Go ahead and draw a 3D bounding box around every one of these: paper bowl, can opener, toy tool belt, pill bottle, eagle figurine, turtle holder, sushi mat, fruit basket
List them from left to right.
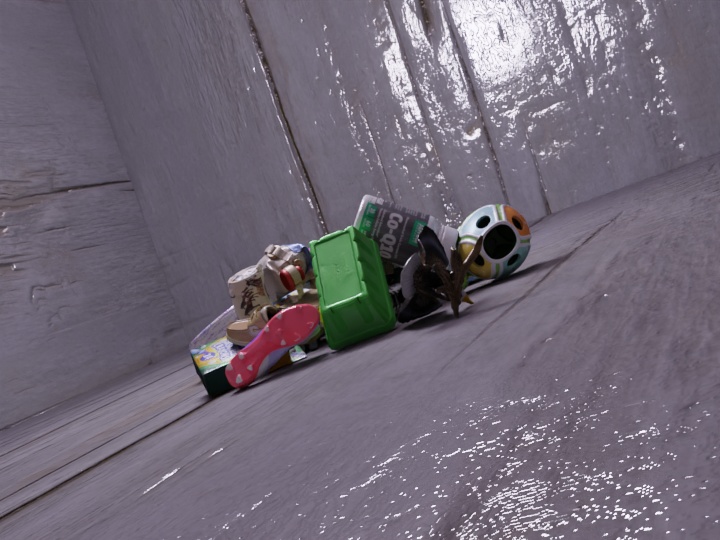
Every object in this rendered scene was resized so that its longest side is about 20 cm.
[{"bbox_3d":[-0.294,0.155,1.916,0.200,0.105,0.201,-40,-1,-1],"label":"paper bowl"},{"bbox_3d":[-0.134,-0.009,1.701,0.122,0.127,0.199,-31,12,-22],"label":"toy tool belt"},{"bbox_3d":[-0.114,0.132,1.707,0.052,0.068,0.200,-19,6,0],"label":"can opener"},{"bbox_3d":[-0.082,0.051,1.720,0.094,0.012,0.199,0,17,31],"label":"sushi mat"},{"bbox_3d":[-0.018,0.052,1.512,0.152,0.220,0.216,-20,1,10],"label":"fruit basket"},{"bbox_3d":[0.084,-0.064,1.598,0.196,0.116,0.113,18,4,2],"label":"pill bottle"},{"bbox_3d":[0.121,0.017,1.347,0.150,0.153,0.200,-31,15,-13],"label":"eagle figurine"},{"bbox_3d":[0.239,-0.048,1.569,0.181,0.144,0.132,-16,2,2],"label":"turtle holder"}]

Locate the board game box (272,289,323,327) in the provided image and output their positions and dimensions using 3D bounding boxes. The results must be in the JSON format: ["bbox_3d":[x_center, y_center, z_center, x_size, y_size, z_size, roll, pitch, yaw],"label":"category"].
[{"bbox_3d":[-0.087,0.078,1.718,0.196,0.035,0.134,1,17,32],"label":"board game box"}]

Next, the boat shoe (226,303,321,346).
[{"bbox_3d":[-0.165,0.095,1.511,0.196,0.068,0.074,-4,24,23],"label":"boat shoe"}]

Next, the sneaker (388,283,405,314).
[{"bbox_3d":[0.061,0.055,1.642,0.086,0.077,0.200,-20,2,11],"label":"sneaker"}]

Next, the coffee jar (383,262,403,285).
[{"bbox_3d":[0.000,0.000,1.681,0.103,0.087,0.198,-17,-5,38],"label":"coffee jar"}]

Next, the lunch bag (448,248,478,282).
[{"bbox_3d":[0.206,-0.007,1.804,0.157,0.079,0.200,-21,3,13],"label":"lunch bag"}]

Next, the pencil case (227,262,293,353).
[{"bbox_3d":[-0.204,0.091,1.664,0.088,0.204,0.078,-15,12,12],"label":"pencil case"}]

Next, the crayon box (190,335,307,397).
[{"bbox_3d":[-0.213,0.157,1.555,0.196,0.053,0.125,-21,22,-17],"label":"crayon box"}]

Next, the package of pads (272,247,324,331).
[{"bbox_3d":[-0.139,0.060,1.902,0.152,0.204,0.068,-20,29,-27],"label":"package of pads"}]

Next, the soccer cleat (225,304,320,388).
[{"bbox_3d":[-0.152,0.131,1.437,0.199,0.067,0.077,-40,-13,-5],"label":"soccer cleat"}]
